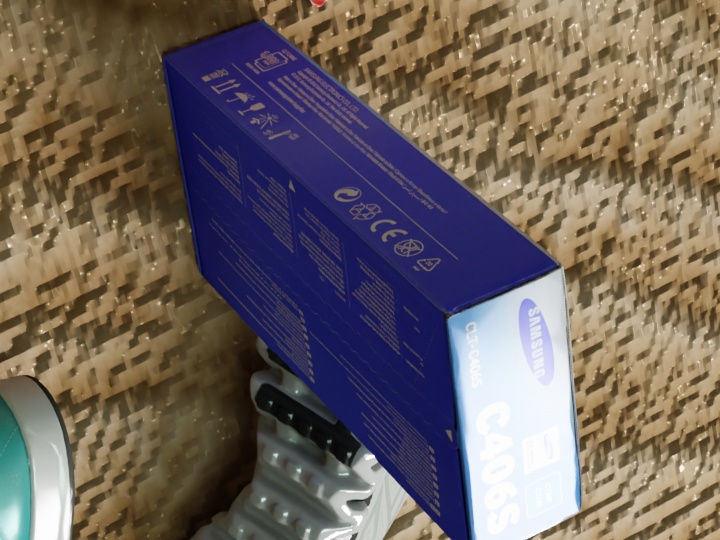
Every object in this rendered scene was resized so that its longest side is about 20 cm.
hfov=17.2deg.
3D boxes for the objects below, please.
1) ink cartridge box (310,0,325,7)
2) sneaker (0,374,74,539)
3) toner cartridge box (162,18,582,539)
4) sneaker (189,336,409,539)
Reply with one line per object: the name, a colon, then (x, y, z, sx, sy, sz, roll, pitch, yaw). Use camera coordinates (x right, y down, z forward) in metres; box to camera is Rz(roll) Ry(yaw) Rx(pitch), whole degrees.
ink cartridge box: (0.006, -0.197, 0.773, 0.161, 0.050, 0.200, -40, 128, -5)
sneaker: (-0.167, 0.140, 0.837, 0.120, 0.083, 0.202, -8, 113, -33)
toner cartridge box: (0.000, 0.000, 0.783, 0.043, 0.200, 0.096, -22, 127, -19)
sneaker: (-0.015, 0.095, 0.917, 0.081, 0.075, 0.201, -17, 136, -53)
